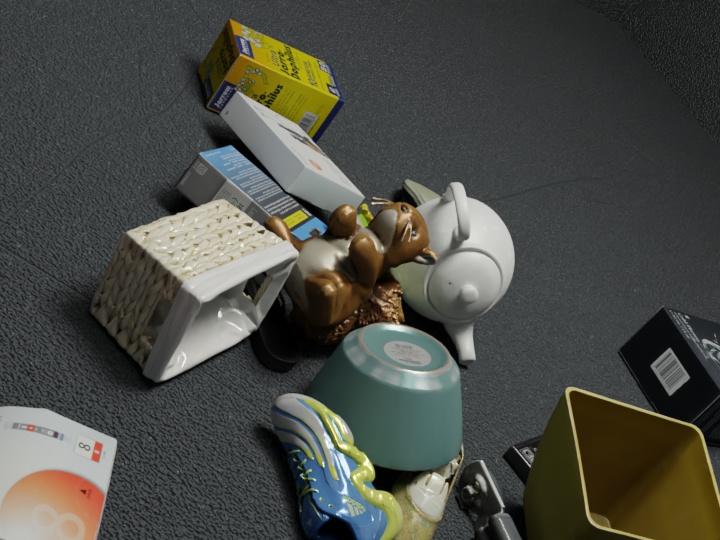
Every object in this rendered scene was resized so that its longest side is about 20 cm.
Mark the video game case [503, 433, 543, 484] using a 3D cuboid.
[{"bbox_3d":[0.308,0.308,1.551,0.180,0.026,0.200,-6,51,-52],"label":"video game case"}]

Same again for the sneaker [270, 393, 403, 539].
[{"bbox_3d":[-0.040,0.221,1.212,0.200,0.076,0.105,46,30,10],"label":"sneaker"}]

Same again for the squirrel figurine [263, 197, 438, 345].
[{"bbox_3d":[0.000,0.000,1.413,0.186,0.201,0.142,-28,49,-21],"label":"squirrel figurine"}]

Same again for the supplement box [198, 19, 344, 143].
[{"bbox_3d":[-0.142,-0.293,1.798,0.199,0.110,0.109,19,34,-32],"label":"supplement box"}]

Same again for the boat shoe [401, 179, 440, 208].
[{"bbox_3d":[0.098,-0.099,1.857,0.074,0.063,0.200,24,16,-16],"label":"boat shoe"}]

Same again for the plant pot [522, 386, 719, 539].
[{"bbox_3d":[0.303,0.294,1.372,0.199,0.177,0.201,17,41,-16],"label":"plant pot"}]

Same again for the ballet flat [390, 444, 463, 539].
[{"bbox_3d":[0.081,0.248,1.326,0.071,0.071,0.200,38,28,-2],"label":"ballet flat"}]

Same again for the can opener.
[{"bbox_3d":[0.174,0.316,1.351,0.067,0.053,0.201,12,39,-39],"label":"can opener"}]

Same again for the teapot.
[{"bbox_3d":[0.138,-0.004,1.610,0.199,0.198,0.146,36,16,-24],"label":"teapot"}]

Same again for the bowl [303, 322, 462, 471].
[{"bbox_3d":[0.038,0.134,1.335,0.199,0.106,0.201,13,23,-6],"label":"bowl"}]

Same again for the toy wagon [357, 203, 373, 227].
[{"bbox_3d":[0.005,-0.015,1.571,0.201,0.039,0.156,-96,162,-51],"label":"toy wagon"}]

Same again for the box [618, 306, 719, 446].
[{"bbox_3d":[0.588,0.187,1.956,0.196,0.124,0.201,16,36,-39],"label":"box"}]

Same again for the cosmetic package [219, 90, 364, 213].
[{"bbox_3d":[-0.101,-0.169,1.669,0.150,0.052,0.200,20,24,-52],"label":"cosmetic package"}]

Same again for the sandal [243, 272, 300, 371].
[{"bbox_3d":[-0.121,0.037,1.416,0.076,0.043,0.201,6,42,-45],"label":"sandal"}]

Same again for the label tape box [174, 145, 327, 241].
[{"bbox_3d":[-0.136,-0.078,1.515,0.200,0.063,0.144,40,15,2],"label":"label tape box"}]

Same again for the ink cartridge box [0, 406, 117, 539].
[{"bbox_3d":[-0.317,0.174,0.981,0.199,0.050,0.163,31,29,-21],"label":"ink cartridge box"}]

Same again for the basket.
[{"bbox_3d":[-0.187,0.014,1.268,0.123,0.136,0.200,40,30,13],"label":"basket"}]
